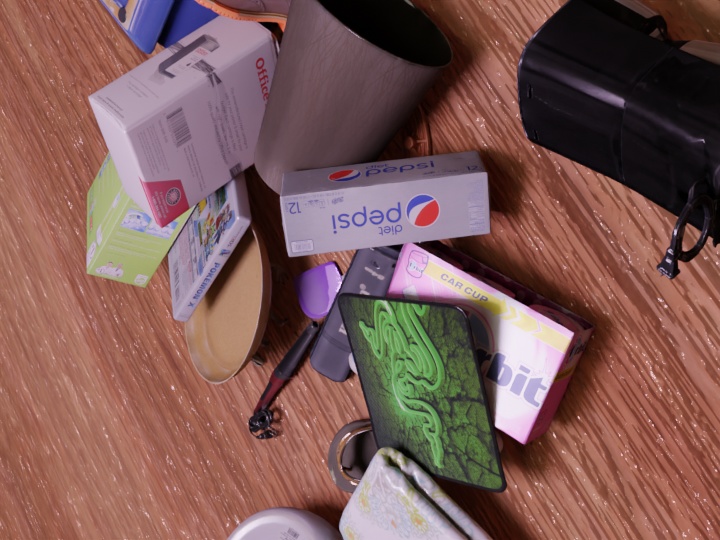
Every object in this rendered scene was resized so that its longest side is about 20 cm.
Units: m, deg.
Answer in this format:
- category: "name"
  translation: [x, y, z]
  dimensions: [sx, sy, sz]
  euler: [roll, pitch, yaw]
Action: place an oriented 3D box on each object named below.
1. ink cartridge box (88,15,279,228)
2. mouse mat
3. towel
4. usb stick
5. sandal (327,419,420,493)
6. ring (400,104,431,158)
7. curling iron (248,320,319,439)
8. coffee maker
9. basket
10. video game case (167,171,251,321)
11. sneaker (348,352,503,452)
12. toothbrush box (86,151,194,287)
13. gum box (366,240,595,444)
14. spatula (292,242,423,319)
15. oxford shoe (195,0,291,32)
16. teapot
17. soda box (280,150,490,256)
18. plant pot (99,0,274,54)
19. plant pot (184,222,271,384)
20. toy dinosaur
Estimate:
- category: "ink cartridge box"
  translation: [-0.177, -0.169, 1.076]
  dimensions: [0.085, 0.199, 0.147]
  euler: [39, 154, 33]
- category: "mouse mat"
  translation: [0.057, 0.117, 0.944]
  dimensions: [0.159, 0.007, 0.204]
  euler: [5, 118, 42]
- category: "towel"
  translation: [0.070, 0.292, 1.021]
  dimensions: [0.200, 0.048, 0.172]
  euler: [42, 140, 15]
- category: "usb stick"
  translation: [-0.005, 0.043, 1.079]
  dimensions: [0.055, 0.033, 0.202]
  euler: [33, 126, 11]
- category: "sandal"
  translation: [0.008, 0.208, 1.080]
  dimensions: [0.199, 0.054, 0.083]
  euler: [-20, 85, 58]
- category: "ring"
  translation: [-0.005, -0.129, 1.075]
  dimensions: [0.198, 0.019, 0.205]
  euler: [9, 103, 42]
- category: "curling iron"
  translation: [-0.090, 0.134, 1.192]
  dimensions: [0.050, 0.025, 0.202]
  euler: [52, 129, 31]
- category: "coffee maker"
  translation: [0.218, -0.121, 0.757]
  dimensions: [0.199, 0.190, 0.137]
  euler: [33, 135, 35]
- category: "basket"
  translation: [-0.024, -0.175, 0.987]
  dimensions: [0.180, 0.135, 0.202]
  euler: [42, 127, 16]
- category: "video game case"
  translation: [-0.190, -0.072, 1.195]
  dimensions: [0.183, 0.022, 0.202]
  euler: [-52, 37, 36]
- category: "sneaker"
  translation: [0.070, 0.121, 1.019]
  dimensions: [0.199, 0.071, 0.073]
  euler: [37, 109, 27]
- category: "toothbrush box"
  translation: [-0.274, -0.103, 1.244]
  dimensions: [0.201, 0.085, 0.147]
  euler: [-53, 36, 35]
- category: "gum box"
  translation: [0.108, 0.060, 0.944]
  dimensions: [0.198, 0.066, 0.115]
  euler: [30, 108, 26]
- category: "spatula"
  translation: [0.000, 0.000, 1.090]
  dimensions: [0.198, 0.020, 0.058]
  euler: [-27, 79, 41]
- category: "oxford shoe"
  translation: [-0.109, -0.300, 1.028]
  dimensions: [0.071, 0.197, 0.074]
  euler: [50, 125, 48]
- category: "teapot"
  translation: [-0.075, 0.380, 1.152]
  dimensions: [0.195, 0.146, 0.203]
  euler: [-25, 54, 21]
- category: "soda box"
  translation: [0.024, -0.065, 0.945]
  dimensions: [0.196, 0.069, 0.065]
  euler: [-7, 115, 1]
- category: "plant pot"
  translation: [-0.202, -0.360, 1.105]
  dimensions: [0.201, 0.178, 0.201]
  euler: [50, 125, 24]
- category: "plant pot"
  translation: [-0.154, 0.032, 1.163]
  dimensions: [0.199, 0.027, 0.205]
  euler: [-13, 74, 54]
- category: "toy dinosaur"
  translation: [-0.140, 0.021, 1.198]
  dimensions: [0.100, 0.058, 0.204]
  euler: [-6, 93, 44]
